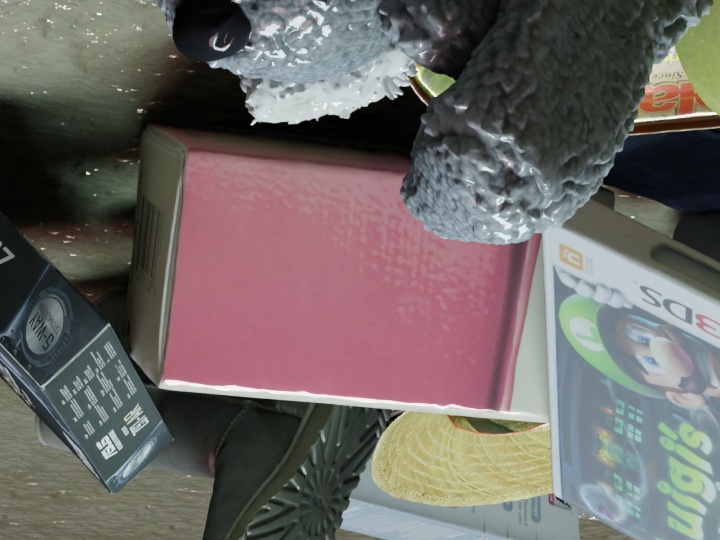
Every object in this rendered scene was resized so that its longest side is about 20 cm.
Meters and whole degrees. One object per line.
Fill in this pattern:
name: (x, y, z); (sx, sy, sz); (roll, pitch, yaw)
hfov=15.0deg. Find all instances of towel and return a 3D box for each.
towel: (0.115, -0.071, 1.185); (0.111, 0.049, 0.199); (-16, 155, 42)

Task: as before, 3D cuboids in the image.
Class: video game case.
video game case: (0.155, 0.072, 1.124); (0.181, 0.023, 0.200); (28, 149, 25)

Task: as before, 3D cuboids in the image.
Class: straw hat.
straw hat: (0.088, 0.047, 1.463); (0.200, 0.085, 0.201); (-12, 155, -6)

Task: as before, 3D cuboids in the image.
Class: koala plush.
koala plush: (0.003, -0.114, 0.906); (0.200, 0.184, 0.178); (-10, 122, 51)

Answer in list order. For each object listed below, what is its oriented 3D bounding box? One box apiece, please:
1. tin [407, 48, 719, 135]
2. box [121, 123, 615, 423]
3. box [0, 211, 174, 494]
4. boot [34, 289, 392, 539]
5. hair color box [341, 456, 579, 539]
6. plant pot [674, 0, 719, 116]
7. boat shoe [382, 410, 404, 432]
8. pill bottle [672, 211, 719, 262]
tin: (0.112, -0.103, 1.047); (0.199, 0.042, 0.112); (-4, 133, 6)
box: (0.000, 0.000, 1.249); (0.199, 0.110, 0.128); (5, -174, -14)
box: (-0.170, 0.016, 1.311); (0.044, 0.160, 0.200); (-43, 164, -10)
boot: (-0.097, 0.095, 1.420); (0.199, 0.182, 0.073); (12, 145, 33)
hair color box: (0.045, 0.112, 1.642); (0.199, 0.100, 0.060); (18, 155, -40)
plant pot: (0.200, -0.108, 0.898); (0.199, 0.202, 0.184); (10, 171, -23)
boat shoe: (0.101, 0.064, 1.557); (0.200, 0.061, 0.072); (0, 161, 4)
pill bottle: (0.213, 0.011, 1.282); (0.199, 0.109, 0.109); (-12, 159, 9)
